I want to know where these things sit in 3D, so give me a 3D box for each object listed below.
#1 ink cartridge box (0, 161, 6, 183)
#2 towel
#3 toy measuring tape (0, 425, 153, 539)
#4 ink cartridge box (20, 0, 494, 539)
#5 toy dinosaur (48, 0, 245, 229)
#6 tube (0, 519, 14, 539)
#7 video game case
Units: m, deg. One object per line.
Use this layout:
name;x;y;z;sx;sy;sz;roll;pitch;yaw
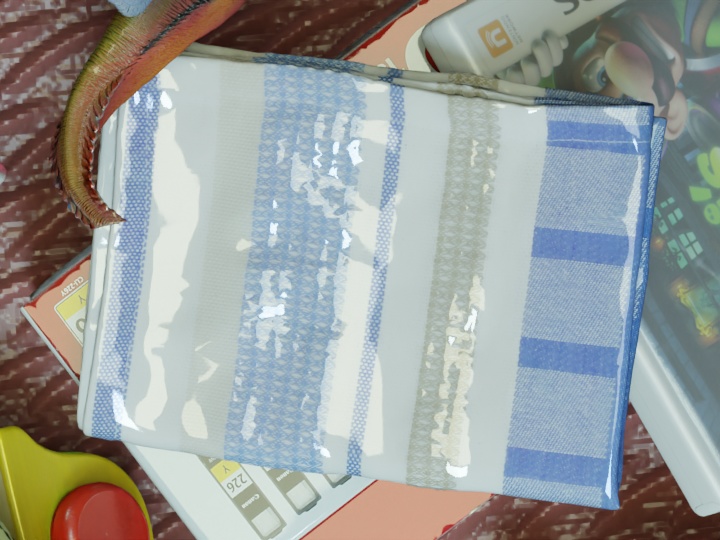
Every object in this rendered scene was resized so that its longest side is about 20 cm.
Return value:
ink cartridge box;-0.248;-0.062;1.021;0.146;0.085;0.200;-44;77;0
towel;0.000;0.000;0.989;0.199;0.024;0.148;8;95;10
toy measuring tape;-0.121;0.067;1.076;0.073;0.074;0.201;-13;88;-2
ink cartridge box;0.005;0.019;1.067;0.200;0.084;0.176;-38;95;-1
toy dinosaur;-0.053;-0.128;1.002;0.105;0.181;0.201;14;105;40
tube;-0.157;0.089;1.033;0.200;0.058;0.052;43;111;28
video game case;0.138;-0.038;1.047;0.182;0.023;0.201;-30;91;-34
